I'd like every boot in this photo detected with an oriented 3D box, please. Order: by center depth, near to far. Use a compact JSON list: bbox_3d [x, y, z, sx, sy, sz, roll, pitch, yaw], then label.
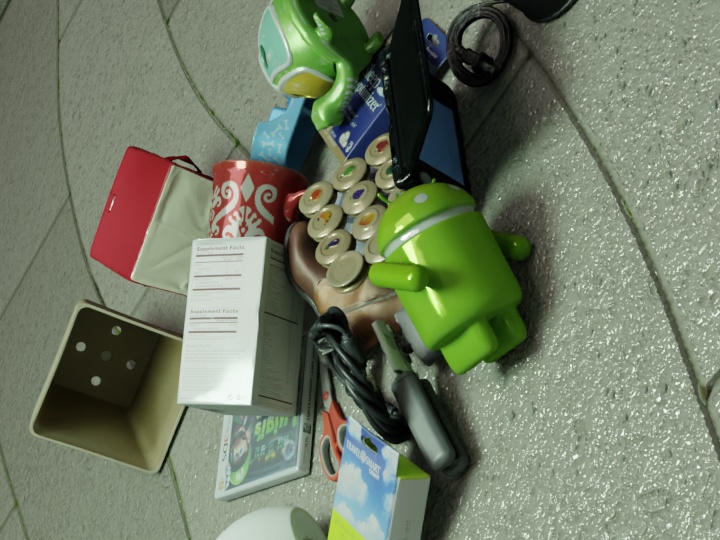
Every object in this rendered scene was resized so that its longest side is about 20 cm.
[{"bbox_3d":[0.000,0.000,1.560,0.199,0.068,0.191,-32,65,46],"label":"boot"}]

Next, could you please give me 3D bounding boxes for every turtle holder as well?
[{"bbox_3d":[-0.052,-0.274,1.705,0.132,0.141,0.186,-41,84,31],"label":"turtle holder"}]

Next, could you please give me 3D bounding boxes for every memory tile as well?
[{"bbox_3d":[0.006,-0.070,1.552,0.152,0.017,0.201,-35,39,9],"label":"memory tile"}]

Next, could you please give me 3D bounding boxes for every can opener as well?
[{"bbox_3d":[0.069,0.119,1.422,0.067,0.053,0.201,-41,49,17],"label":"can opener"}]

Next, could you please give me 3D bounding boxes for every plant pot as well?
[{"bbox_3d":[-0.364,0.148,1.981,0.202,0.198,0.177,-66,21,6],"label":"plant pot"}]

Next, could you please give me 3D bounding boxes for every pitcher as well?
[{"bbox_3d":[-0.123,0.355,1.550,0.199,0.171,0.122,-33,70,16],"label":"pitcher"}]

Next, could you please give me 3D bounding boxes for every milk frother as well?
[{"bbox_3d":[0.119,-0.323,1.478,0.180,0.186,0.203,19,89,59],"label":"milk frother"}]

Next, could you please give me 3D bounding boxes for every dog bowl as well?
[{"bbox_3d":[-0.087,-0.219,1.824,0.049,0.111,0.203,19,90,16],"label":"dog bowl"}]

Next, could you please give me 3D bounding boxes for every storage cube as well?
[{"bbox_3d":[-0.262,-0.062,1.942,0.179,0.169,0.203,23,92,58],"label":"storage cube"}]

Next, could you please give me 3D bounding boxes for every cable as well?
[{"bbox_3d":[0.002,0.115,1.470,0.051,0.164,0.200,-36,-2,-5],"label":"cable"}]

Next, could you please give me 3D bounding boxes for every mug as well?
[{"bbox_3d":[-0.137,-0.033,1.775,0.177,0.132,0.203,-11,67,57],"label":"mug"}]

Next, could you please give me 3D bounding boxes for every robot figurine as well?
[{"bbox_3d":[0.090,0.000,1.377,0.116,0.174,0.202,-44,68,51],"label":"robot figurine"}]

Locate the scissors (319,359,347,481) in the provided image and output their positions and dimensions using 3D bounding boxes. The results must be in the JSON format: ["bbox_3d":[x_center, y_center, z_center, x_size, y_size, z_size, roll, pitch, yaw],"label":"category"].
[{"bbox_3d":[-0.042,0.165,1.623,0.074,0.014,0.201,-56,35,25],"label":"scissors"}]

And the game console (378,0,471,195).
[{"bbox_3d":[0.087,-0.185,1.475,0.116,0.175,0.202,-34,46,34],"label":"game console"}]

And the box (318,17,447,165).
[{"bbox_3d":[0.029,-0.225,1.677,0.201,0.032,0.121,-51,30,11],"label":"box"}]

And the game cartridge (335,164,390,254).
[{"bbox_3d":[0.021,-0.074,1.640,0.199,0.041,0.135,12,80,59],"label":"game cartridge"}]

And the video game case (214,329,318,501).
[{"bbox_3d":[-0.121,0.188,1.725,0.199,0.023,0.184,-26,52,49],"label":"video game case"}]

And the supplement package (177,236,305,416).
[{"bbox_3d":[-0.141,0.070,1.641,0.108,0.113,0.203,-2,77,26],"label":"supplement package"}]

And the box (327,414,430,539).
[{"bbox_3d":[0.014,0.266,1.407,0.122,0.047,0.203,27,111,59],"label":"box"}]
